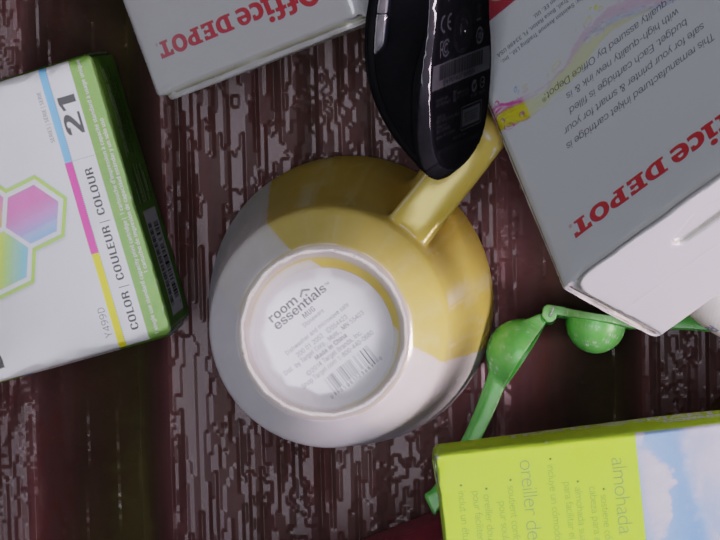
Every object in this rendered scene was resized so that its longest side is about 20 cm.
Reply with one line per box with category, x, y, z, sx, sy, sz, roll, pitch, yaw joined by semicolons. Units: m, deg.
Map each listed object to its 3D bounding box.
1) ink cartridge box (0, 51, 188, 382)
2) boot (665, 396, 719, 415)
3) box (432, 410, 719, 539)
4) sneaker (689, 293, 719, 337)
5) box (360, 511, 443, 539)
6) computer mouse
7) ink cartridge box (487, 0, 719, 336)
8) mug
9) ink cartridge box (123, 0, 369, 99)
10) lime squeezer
ink cartridge box;-0.205;-0.013;1.297;0.199;0.076;0.149;-16;94;5
boot;0.223;0.095;1.280;0.200;0.075;0.107;-37;95;16
box;0.139;0.131;1.190;0.199;0.048;0.123;-6;94;3
sneaker;0.225;-0.047;1.227;0.087;0.075;0.200;39;104;-14
box;0.024;0.201;1.283;0.199;0.109;0.128;-22;93;6
computer mouse;0.040;-0.151;1.174;0.046;0.140;0.201;8;113;25
ink cartridge box;0.140;-0.093;1.188;0.146;0.083;0.201;-36;51;23
mug;-0.009;0.004;1.245;0.149;0.153;0.188;7;96;5
ink cartridge box;-0.060;-0.201;1.232;0.145;0.087;0.201;-17;93;42
lime squeezer;0.110;0.047;1.288;0.199;0.038;0.071;-26;66;0
